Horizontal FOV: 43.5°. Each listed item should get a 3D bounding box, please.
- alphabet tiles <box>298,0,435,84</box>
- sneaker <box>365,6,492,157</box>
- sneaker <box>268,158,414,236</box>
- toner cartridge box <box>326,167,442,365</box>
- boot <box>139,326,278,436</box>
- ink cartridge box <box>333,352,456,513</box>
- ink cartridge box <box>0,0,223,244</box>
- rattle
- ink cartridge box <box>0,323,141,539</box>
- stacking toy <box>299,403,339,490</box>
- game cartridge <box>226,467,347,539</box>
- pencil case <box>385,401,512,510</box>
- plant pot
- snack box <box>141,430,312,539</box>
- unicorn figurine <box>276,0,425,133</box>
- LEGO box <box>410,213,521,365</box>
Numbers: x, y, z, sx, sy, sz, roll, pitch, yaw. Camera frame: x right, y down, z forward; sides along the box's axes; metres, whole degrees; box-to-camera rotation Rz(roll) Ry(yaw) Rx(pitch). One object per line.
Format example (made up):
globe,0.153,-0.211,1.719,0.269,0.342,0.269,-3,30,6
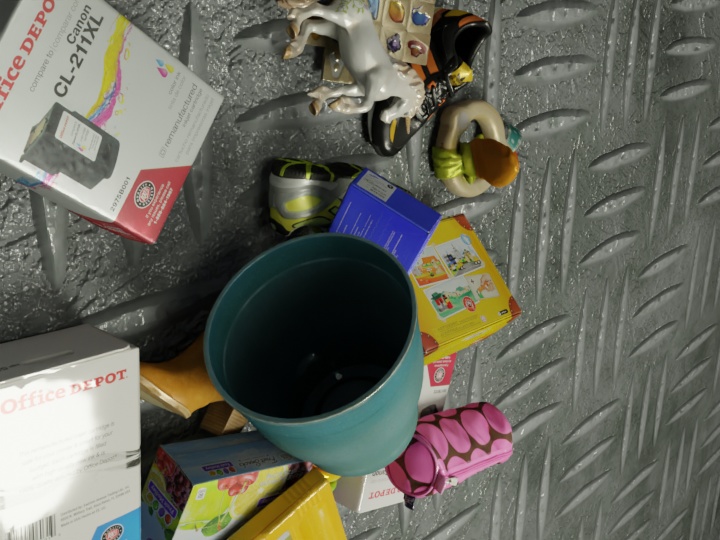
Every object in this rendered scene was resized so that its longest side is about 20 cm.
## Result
alphabet tiles,0.013,-0.298,0.960,0.165,0.006,0.203,0,103,-33
sneaker,0.081,-0.218,1.039,0.070,0.089,0.202,44,69,-48
sneaker,-0.024,-0.075,0.993,0.198,0.075,0.077,3,110,-40
toner cartridge box,0.000,0.000,0.948,0.043,0.094,0.201,-49,170,-52
boot,-0.151,0.077,0.898,0.201,0.070,0.145,44,64,-53
ink cartridge box,0.031,0.185,1.133,0.147,0.085,0.203,4,99,-51
ink cartridge box,-0.225,-0.130,0.712,0.200,0.082,0.147,34,78,-50
rattle,0.197,-0.155,1.170,0.199,0.142,0.132,8,79,-45
ink cartridge box,-0.268,0.161,0.766,0.145,0.084,0.203,-13,113,-46
stacking toy,-0.064,0.232,1.040,0.115,0.109,0.202,4,112,-50
game cartridge,-0.101,0.315,0.935,0.199,0.032,0.177,-36,145,-19
pencil case,0.115,0.219,1.106,0.199,0.093,0.092,-9,111,-52
plant pot,-0.026,0.101,0.874,0.201,0.199,0.189,-52,147,-23
snack box,-0.154,0.266,0.919,0.168,0.068,0.202,1,120,-50
unicorn figurine,-0.002,-0.210,0.923,0.137,0.074,0.202,-31,115,-30
LEGO box,0.080,0.026,1.077,0.199,0.077,0.150,-15,70,-46
